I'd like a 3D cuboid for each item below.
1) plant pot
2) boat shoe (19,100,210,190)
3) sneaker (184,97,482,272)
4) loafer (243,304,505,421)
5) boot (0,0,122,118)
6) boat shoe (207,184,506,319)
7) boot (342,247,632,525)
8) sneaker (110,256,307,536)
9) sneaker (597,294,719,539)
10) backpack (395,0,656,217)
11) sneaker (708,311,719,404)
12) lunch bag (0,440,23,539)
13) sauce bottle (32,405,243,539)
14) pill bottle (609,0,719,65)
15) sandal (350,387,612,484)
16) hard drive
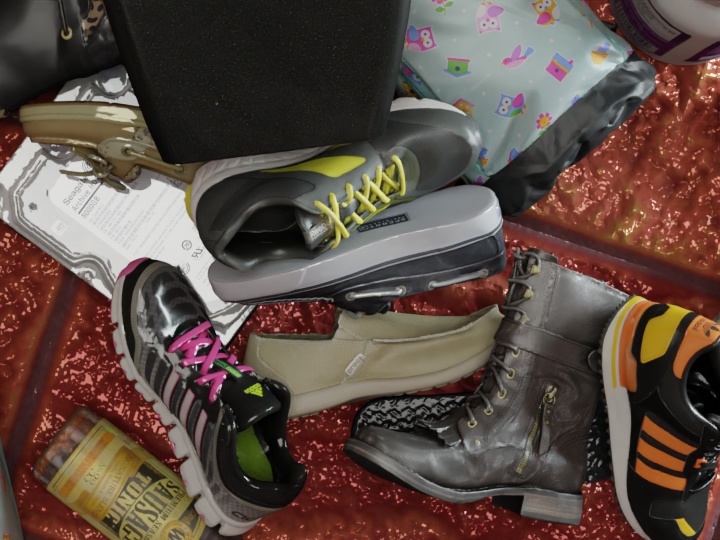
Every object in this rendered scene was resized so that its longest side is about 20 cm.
[{"bbox_3d":[-0.066,-0.170,1.259,0.199,0.200,0.178,-8,107,-7],"label":"plant pot"},{"bbox_3d":[-0.131,-0.076,1.375,0.199,0.073,0.063,9,94,-5],"label":"boat shoe"},{"bbox_3d":[-0.013,-0.046,1.329,0.199,0.085,0.075,-19,126,4],"label":"sneaker"},{"bbox_3d":[0.009,0.053,1.411,0.199,0.076,0.069,-15,95,-2],"label":"loafer"},{"bbox_3d":[-0.238,-0.202,1.409,0.150,0.073,0.200,-29,75,8],"label":"boot"},{"bbox_3d":[0.000,0.000,1.372,0.199,0.072,0.068,-15,118,-5],"label":"boat shoe"},{"bbox_3d":[0.091,0.069,1.360,0.199,0.069,0.175,15,88,-29],"label":"boot"},{"bbox_3d":[-0.093,0.078,1.358,0.074,0.087,0.200,-31,101,-46],"label":"sneaker"},{"bbox_3d":[0.218,0.113,1.371,0.070,0.090,0.201,-40,128,-38],"label":"sneaker"},{"bbox_3d":[0.090,-0.156,1.393,0.167,0.127,0.200,-42,94,-4],"label":"backpack"},{"bbox_3d":[0.289,0.016,1.418,0.075,0.087,0.201,25,86,1],"label":"sneaker"},{"bbox_3d":[-0.293,0.177,1.349,0.121,0.170,0.201,-11,90,3],"label":"lunch bag"},{"bbox_3d":[-0.130,0.174,1.408,0.200,0.066,0.066,36,87,-1],"label":"sauce bottle"},{"bbox_3d":[0.233,-0.203,1.365,0.112,0.200,0.113,0,88,-3],"label":"pill bottle"},{"bbox_3d":[0.093,0.110,1.428,0.199,0.045,0.075,0,89,0],"label":"sandal"},{"bbox_3d":[-0.145,-0.043,1.428,0.200,0.038,0.140,37,87,0],"label":"hard drive"}]
